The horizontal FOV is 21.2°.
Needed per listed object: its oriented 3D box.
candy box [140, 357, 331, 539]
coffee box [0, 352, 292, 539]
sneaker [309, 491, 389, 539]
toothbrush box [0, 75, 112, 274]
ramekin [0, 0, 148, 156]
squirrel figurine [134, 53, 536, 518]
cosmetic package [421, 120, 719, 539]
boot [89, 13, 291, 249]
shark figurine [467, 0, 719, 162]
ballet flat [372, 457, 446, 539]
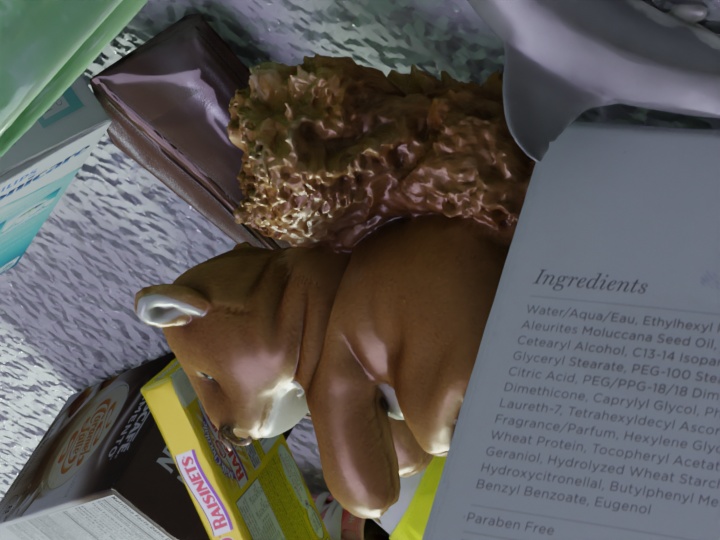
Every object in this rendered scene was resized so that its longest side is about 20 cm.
[{"bbox_3d":[-0.055,0.136,1.066,0.026,0.102,0.201,-21,99,21],"label":"candy box"},{"bbox_3d":[-0.139,0.125,1.187,0.080,0.115,0.199,40,149,-18],"label":"coffee box"},{"bbox_3d":[-0.024,0.158,1.176,0.198,0.076,0.105,17,147,16],"label":"sneaker"},{"bbox_3d":[-0.217,-0.075,0.929,0.147,0.085,0.200,54,151,4],"label":"toothbrush box"},{"bbox_3d":[-0.127,-0.124,0.708,0.098,0.200,0.200,43,149,-8],"label":"ramekin"},{"bbox_3d":[0.000,0.000,0.819,0.185,0.141,0.202,8,112,30],"label":"squirrel figurine"},{"bbox_3d":[0.141,0.072,0.722,0.164,0.202,0.165,6,154,27],"label":"cosmetic package"},{"bbox_3d":[-0.067,-0.026,0.934,0.199,0.065,0.186,38,137,-19],"label":"boot"},{"bbox_3d":[0.099,-0.072,0.692,0.213,0.090,0.129,25,152,13],"label":"shark figurine"},{"bbox_3d":[0.026,0.111,0.992,0.067,0.067,0.200,27,-177,-3],"label":"ballet flat"}]
